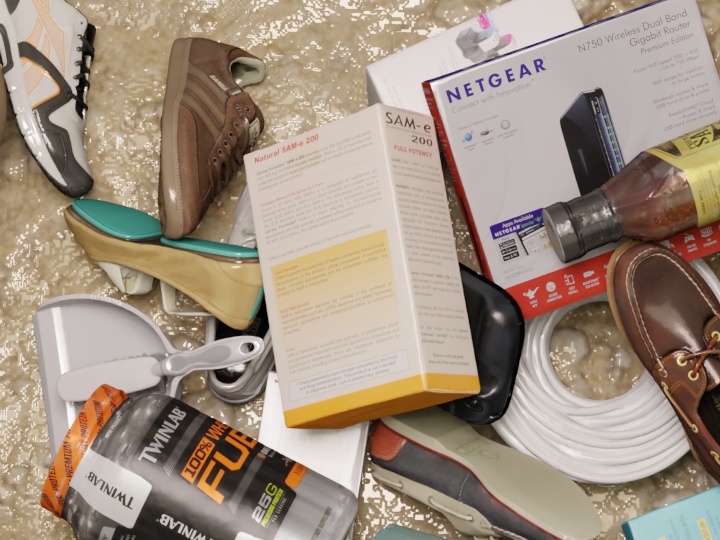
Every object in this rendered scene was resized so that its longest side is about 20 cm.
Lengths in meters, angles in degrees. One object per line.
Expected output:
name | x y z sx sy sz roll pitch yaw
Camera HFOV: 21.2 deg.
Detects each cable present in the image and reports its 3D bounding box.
cable | 0.175 0.057 1.420 0.199 0.069 0.201 19 81 3

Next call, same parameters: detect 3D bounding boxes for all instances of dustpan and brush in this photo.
dustpan and brush | -0.154 0.074 1.401 0.198 0.057 0.141 -12 81 16

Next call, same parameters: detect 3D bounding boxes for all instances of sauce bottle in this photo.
sauce bottle | 0.222 -0.060 1.308 0.199 0.066 0.066 -21 80 -5

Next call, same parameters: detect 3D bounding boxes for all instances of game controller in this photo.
game controller | 0.037 0.029 1.387 0.199 0.042 0.105 31 114 35

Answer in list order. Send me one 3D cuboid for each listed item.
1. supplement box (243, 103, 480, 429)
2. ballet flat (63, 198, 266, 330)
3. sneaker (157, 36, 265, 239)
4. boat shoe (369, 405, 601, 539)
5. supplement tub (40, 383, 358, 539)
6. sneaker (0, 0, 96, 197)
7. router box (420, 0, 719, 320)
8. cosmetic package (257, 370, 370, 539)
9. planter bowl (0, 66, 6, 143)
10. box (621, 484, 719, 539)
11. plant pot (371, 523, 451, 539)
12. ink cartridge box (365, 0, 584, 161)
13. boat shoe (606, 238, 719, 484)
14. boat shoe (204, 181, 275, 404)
supplement box | 0.000 0.000 1.337 0.125 0.073 0.202 -17 76 35
ballet flat | -0.150 -0.003 1.412 0.199 0.068 0.064 18 105 39
sneaker | -0.108 -0.104 1.417 0.075 0.071 0.201 3 47 -4
boat shoe | 0.085 0.159 1.373 0.199 0.071 0.063 28 114 33
supplement tub | -0.111 0.165 1.325 0.199 0.123 0.123 26 81 3
sneaker | -0.234 -0.154 1.465 0.079 0.074 0.201 -18 80 -4
router box | 0.163 -0.079 1.358 0.199 0.049 0.181 -20 98 -4
cosmetic package | -0.043 0.181 1.411 0.082 0.051 0.202 9 80 0
planter bowl | -0.346 -0.119 1.424 0.198 0.135 0.202 -1 84 9
box | 0.298 0.187 1.402 0.199 0.049 0.083 -21 80 -2
plant pot | 0.081 0.278 1.328 0.195 0.200 0.202 19 81 12
ink cartridge box | 0.107 -0.149 1.434 0.199 0.115 0.068 -24 81 -4
boat shoe | 0.239 0.068 1.334 0.070 0.070 0.201 -34 107 -5
boat shoe | -0.075 -0.001 1.437 0.071 0.066 0.201 19 81 5
